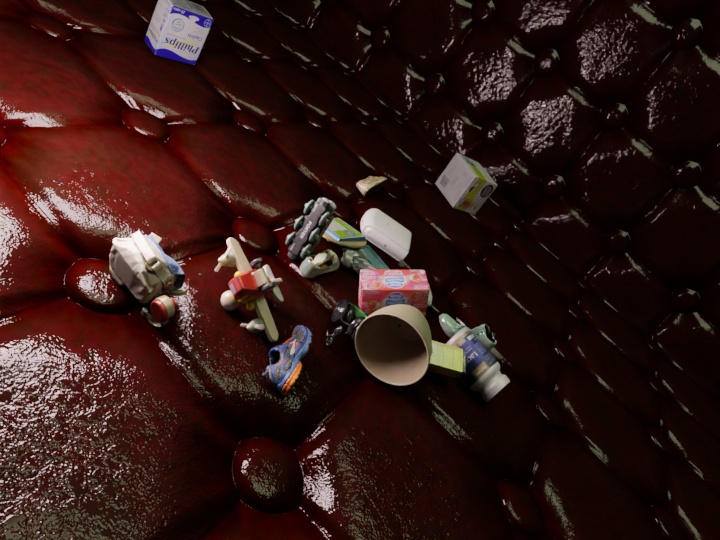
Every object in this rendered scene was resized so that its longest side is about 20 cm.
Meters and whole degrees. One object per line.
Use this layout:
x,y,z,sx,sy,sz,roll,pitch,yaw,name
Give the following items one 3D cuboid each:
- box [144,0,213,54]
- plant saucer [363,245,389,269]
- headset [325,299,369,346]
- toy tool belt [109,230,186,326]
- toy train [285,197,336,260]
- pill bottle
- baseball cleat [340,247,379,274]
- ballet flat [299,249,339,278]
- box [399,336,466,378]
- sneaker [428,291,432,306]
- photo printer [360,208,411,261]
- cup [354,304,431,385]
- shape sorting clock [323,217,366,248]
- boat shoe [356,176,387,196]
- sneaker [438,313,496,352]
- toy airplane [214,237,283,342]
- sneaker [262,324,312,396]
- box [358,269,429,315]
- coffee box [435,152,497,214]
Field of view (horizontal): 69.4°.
-0.688,-0.912,1.971,0.182,0.201,0.105,-8,53,-52,box
0.066,-0.006,1.732,0.201,0.019,0.069,50,31,18,plant saucer
-0.033,0.145,1.380,0.123,0.094,0.200,42,14,8,headset
-0.416,0.006,1.075,0.200,0.126,0.122,46,39,13,toy tool belt
-0.140,-0.119,1.491,0.085,0.202,0.114,35,14,10,toy train
0.339,0.280,1.535,0.200,0.116,0.115,48,31,19,pill bottle
0.000,0.000,1.614,0.105,0.071,0.201,4,34,-36,baseball cleat
-0.104,-0.028,1.526,0.067,0.064,0.199,43,29,11,ballet flat
0.196,0.236,1.442,0.196,0.050,0.077,16,56,-12,box
0.198,0.084,1.703,0.089,0.075,0.199,57,27,2,sneaker
0.089,-0.139,1.889,0.198,0.070,0.167,34,29,-9,photo printer
0.101,0.167,1.329,0.199,0.201,0.143,39,34,4,cup
-0.073,-0.122,1.694,0.196,0.040,0.201,17,24,-8,shape sorting clock
0.049,-0.365,2.160,0.064,0.072,0.199,43,31,9,boat shoe
0.350,0.189,1.672,0.201,0.119,0.073,47,32,18,sneaker
-0.257,0.045,1.208,0.201,0.139,0.201,64,-1,-39,toy airplane
-0.161,0.184,1.160,0.077,0.076,0.201,28,29,-9,sneaker
0.093,0.064,1.502,0.195,0.101,0.096,1,36,-5,box
0.549,-0.446,2.697,0.195,0.201,0.202,10,39,-40,coffee box
